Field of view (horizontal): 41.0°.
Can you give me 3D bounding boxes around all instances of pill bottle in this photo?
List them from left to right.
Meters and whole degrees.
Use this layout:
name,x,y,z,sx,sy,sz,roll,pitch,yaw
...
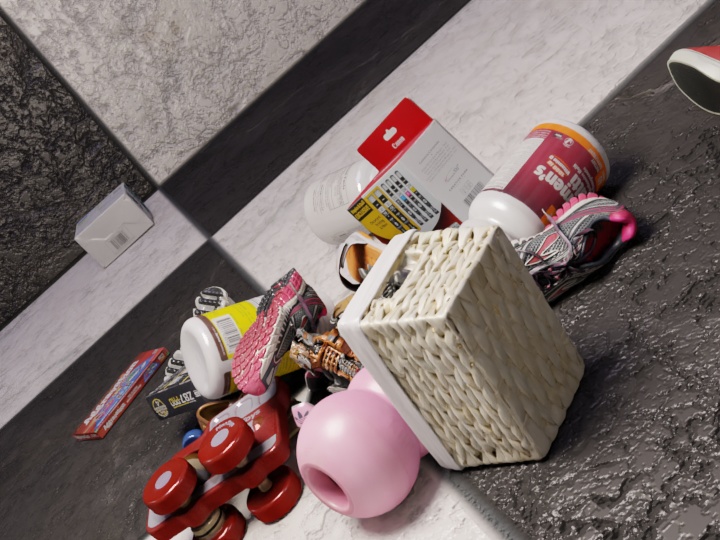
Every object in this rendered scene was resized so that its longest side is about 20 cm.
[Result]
name,x,y,z,sx,sy,sz,roll,pitch,yaw
pill bottle,-0.129,0.090,1.277,0.199,0.110,0.109,-17,8,-30
pill bottle,0.012,-0.117,1.520,0.199,0.115,0.115,-18,30,45
pill bottle,0.195,-0.074,1.121,0.200,0.110,0.109,-49,22,-22

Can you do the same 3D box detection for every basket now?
name,x,y,z,sx,sy,sz,roll,pitch,yaw
basket,0.099,0.070,0.880,0.123,0.201,0.136,-10,36,45

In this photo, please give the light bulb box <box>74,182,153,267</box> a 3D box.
name,x,y,z,sx,sy,sz,roll,pitch,yaw
light bulb box,-0.719,-0.135,2.811,0.198,0.125,0.200,-42,20,-1

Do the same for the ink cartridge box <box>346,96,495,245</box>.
name,x,y,z,sx,sy,sz,roll,pitch,yaw
ink cartridge box,0.066,-0.106,1.249,0.084,0.175,0.200,-50,5,-24

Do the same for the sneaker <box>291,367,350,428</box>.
name,x,y,z,sx,sy,sz,roll,pitch,yaw
sneaker,-0.023,0.128,1.130,0.070,0.082,0.201,-28,21,27

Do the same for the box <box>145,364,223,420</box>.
name,x,y,z,sx,sy,sz,roll,pitch,yaw
box,-0.198,0.133,1.409,0.161,0.049,0.200,-25,11,43

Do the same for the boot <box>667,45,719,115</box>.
name,x,y,z,sx,sy,sz,roll,pitch,yaw
boot,0.451,-0.244,1.080,0.144,0.073,0.200,-42,29,-4

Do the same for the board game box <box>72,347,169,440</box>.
name,x,y,z,sx,sy,sz,roll,pitch,yaw
board game box,-0.433,0.223,1.745,0.103,0.019,0.201,-17,31,49

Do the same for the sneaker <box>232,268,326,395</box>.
name,x,y,z,sx,sy,sz,roll,pitch,yaw
sneaker,-0.090,0.077,1.155,0.080,0.075,0.201,-38,17,35

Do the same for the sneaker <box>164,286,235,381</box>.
name,x,y,z,sx,sy,sz,roll,pitch,yaw
sneaker,-0.247,0.131,1.544,0.075,0.081,0.201,13,72,34

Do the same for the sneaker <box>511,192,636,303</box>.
name,x,y,z,sx,sy,sz,roll,pitch,yaw
sneaker,0.202,-0.009,1.021,0.200,0.081,0.075,-42,23,-5

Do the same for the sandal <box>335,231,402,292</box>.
name,x,y,z,sx,sy,sz,roll,pitch,yaw
sandal,-0.002,-0.008,1.336,0.059,0.080,0.206,-16,9,-16

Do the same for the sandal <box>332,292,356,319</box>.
name,x,y,z,sx,sy,sz,roll,pitch,yaw
sandal,-0.001,0.051,1.239,0.081,0.055,0.200,-26,9,8

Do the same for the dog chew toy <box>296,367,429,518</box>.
name,x,y,z,sx,sy,sz,roll,pitch,yaw
dog chew toy,0.028,0.149,0.963,0.200,0.125,0.124,-44,19,-33

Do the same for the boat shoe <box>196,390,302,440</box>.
name,x,y,z,sx,sy,sz,roll,pitch,yaw
boat shoe,-0.143,0.192,1.233,0.199,0.068,0.072,-17,30,46

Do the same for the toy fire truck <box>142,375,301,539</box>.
name,x,y,z,sx,sy,sz,roll,pitch,yaw
toy fire truck,-0.162,0.224,1.125,0.199,0.112,0.168,-36,24,11

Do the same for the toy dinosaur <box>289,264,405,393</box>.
name,x,y,z,sx,sy,sz,roll,pitch,yaw
toy dinosaur,0.025,0.083,1.080,0.102,0.198,0.137,116,168,-63
